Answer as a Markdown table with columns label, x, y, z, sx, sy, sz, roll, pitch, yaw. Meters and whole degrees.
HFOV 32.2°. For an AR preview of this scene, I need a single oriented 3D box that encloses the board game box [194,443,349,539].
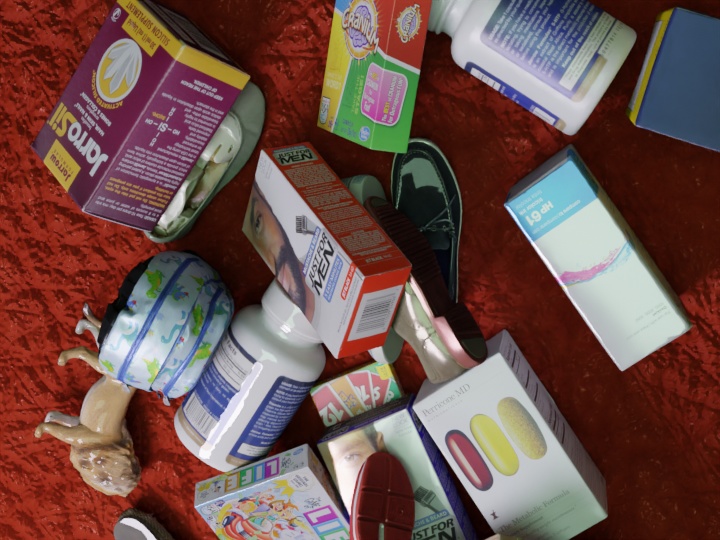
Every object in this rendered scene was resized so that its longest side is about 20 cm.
| label | x | y | z | sx | sy | sz | roll | pitch | yaw |
| --- | --- | --- | --- | --- | --- | --- | --- | --- | --- |
| board game box | -0.073 | 0.281 | 1.346 | 0.133 | 0.034 | 0.201 | -22 | 126 | 12 |

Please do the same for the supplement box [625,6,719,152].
| label | x | y | z | sx | sy | sz | roll | pitch | yaw |
| --- | --- | --- | --- | --- | --- | --- | --- | --- | --- |
| supplement box | 0.319 | -0.176 | 1.162 | 0.109 | 0.200 | 0.110 | 18 | 103 | 6 |

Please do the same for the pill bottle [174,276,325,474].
| label | x | y | z | sx | sy | sz | roll | pitch | yaw |
| --- | --- | --- | --- | --- | --- | --- | --- | --- | --- |
| pill bottle | -0.106 | 0.108 | 1.326 | 0.111 | 0.111 | 0.201 | 34 | 107 | 2 |

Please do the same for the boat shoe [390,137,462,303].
| label | x | y | z | sx | sy | sz | roll | pitch | yaw |
| --- | --- | --- | --- | --- | --- | --- | --- | --- | --- |
| boat shoe | 0.068 | -0.038 | 1.301 | 0.074 | 0.062 | 0.202 | -2 | 98 | 12 |

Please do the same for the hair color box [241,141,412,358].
| label | x | y | z | sx | sy | sz | roll | pitch | yaw |
| --- | --- | --- | --- | --- | --- | --- | --- | --- | --- |
| hair color box | -0.039 | -0.023 | 1.250 | 0.200 | 0.063 | 0.112 | 52 | 139 | 35 |

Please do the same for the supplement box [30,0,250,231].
| label | x | y | z | sx | sy | sz | roll | pitch | yaw |
| --- | --- | --- | --- | --- | --- | --- | --- | --- | --- |
| supplement box | -0.228 | -0.164 | 1.282 | 0.131 | 0.103 | 0.201 | 44 | 106 | 35 |

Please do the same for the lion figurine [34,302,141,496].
| label | x | y | z | sx | sy | sz | roll | pitch | yaw |
| --- | --- | --- | --- | --- | --- | --- | --- | --- | --- |
| lion figurine | -0.283 | 0.147 | 1.390 | 0.121 | 0.072 | 0.202 | 18 | 98 | -1 |

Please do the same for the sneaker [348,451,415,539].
| label | x | y | z | sx | sy | sz | roll | pitch | yaw |
| --- | --- | --- | --- | --- | --- | --- | --- | --- | --- |
| sneaker | -0.008 | 0.290 | 1.266 | 0.078 | 0.202 | 0.115 | 22 | 150 | -31 |

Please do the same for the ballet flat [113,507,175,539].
| label | x | y | z | sx | sy | sz | roll | pitch | yaw |
| --- | --- | --- | --- | --- | --- | --- | --- | --- | --- |
| ballet flat | -0.205 | 0.349 | 1.430 | 0.067 | 0.046 | 0.200 | -40 | 96 | 17 |

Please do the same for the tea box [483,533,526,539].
| label | x | y | z | sx | sy | sz | roll | pitch | yaw |
| --- | --- | --- | --- | --- | --- | --- | --- | --- | --- |
| tea box | 0.145 | 0.374 | 1.249 | 0.196 | 0.135 | 0.200 | 21 | 137 | -36 |

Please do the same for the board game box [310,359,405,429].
| label | x | y | z | sx | sy | sz | roll | pitch | yaw |
| --- | --- | --- | --- | --- | --- | --- | --- | --- | --- |
| board game box | 0.026 | 0.202 | 1.370 | 0.095 | 0.030 | 0.201 | -22 | 98 | 12 |

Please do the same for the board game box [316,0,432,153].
| label | x | y | z | sx | sy | sz | roll | pitch | yaw |
| --- | --- | --- | --- | --- | --- | --- | --- | --- | --- |
| board game box | 0.015 | -0.228 | 1.232 | 0.040 | 0.153 | 0.202 | 4 | 102 | -24 |

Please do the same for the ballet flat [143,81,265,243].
| label | x | y | z | sx | sy | sz | roll | pitch | yaw |
| --- | --- | --- | --- | --- | --- | --- | --- | --- | --- |
| ballet flat | -0.167 | -0.111 | 1.326 | 0.067 | 0.064 | 0.201 | 35 | 103 | 2 |

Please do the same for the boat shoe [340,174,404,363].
| label | x | y | z | sx | sy | sz | roll | pitch | yaw |
| --- | --- | --- | --- | --- | --- | --- | --- | --- | --- |
| boat shoe | -0.001 | 0.000 | 1.324 | 0.071 | 0.070 | 0.203 | -4 | 102 | 31 |

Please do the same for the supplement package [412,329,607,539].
| label | x | y | z | sx | sy | sz | roll | pitch | yaw |
| --- | --- | --- | --- | --- | --- | --- | --- | --- | --- |
| supplement package | 0.157 | 0.182 | 1.300 | 0.113 | 0.110 | 0.201 | -34 | 93 | 13 |

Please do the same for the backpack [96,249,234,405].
| label | x | y | z | sx | sy | sz | roll | pitch | yaw |
| --- | --- | --- | --- | --- | --- | --- | --- | --- | --- |
| backpack | -0.199 | 0.055 | 1.270 | 0.153 | 0.200 | 0.164 | 33 | 84 | 12 |

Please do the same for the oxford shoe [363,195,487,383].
| label | x | y | z | sx | sy | sz | roll | pitch | yaw |
| --- | --- | --- | --- | --- | --- | --- | --- | --- | --- |
| oxford shoe | 0.045 | 0.022 | 1.247 | 0.075 | 0.070 | 0.201 | -36 | 78 | 31 |

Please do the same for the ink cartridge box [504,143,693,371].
| label | x | y | z | sx | sy | sz | roll | pitch | yaw |
| --- | --- | --- | --- | --- | --- | --- | --- | --- | --- |
| ink cartridge box | 0.233 | -0.016 | 1.234 | 0.084 | 0.145 | 0.201 | -36 | 92 | 14 |

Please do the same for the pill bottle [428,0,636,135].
| label | x | y | z | sx | sy | sz | roll | pitch | yaw |
| --- | --- | --- | --- | --- | --- | --- | --- | --- | --- |
| pill bottle | 0.156 | -0.234 | 1.221 | 0.199 | 0.120 | 0.120 | 33 | 104 | 2 |

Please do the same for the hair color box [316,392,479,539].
| label | x | y | z | sx | sy | sz | roll | pitch | yaw |
| --- | --- | --- | --- | --- | --- | --- | --- | --- | --- |
| hair color box | 0.045 | 0.246 | 1.330 | 0.109 | 0.065 | 0.201 | -23 | 95 | 13 |
